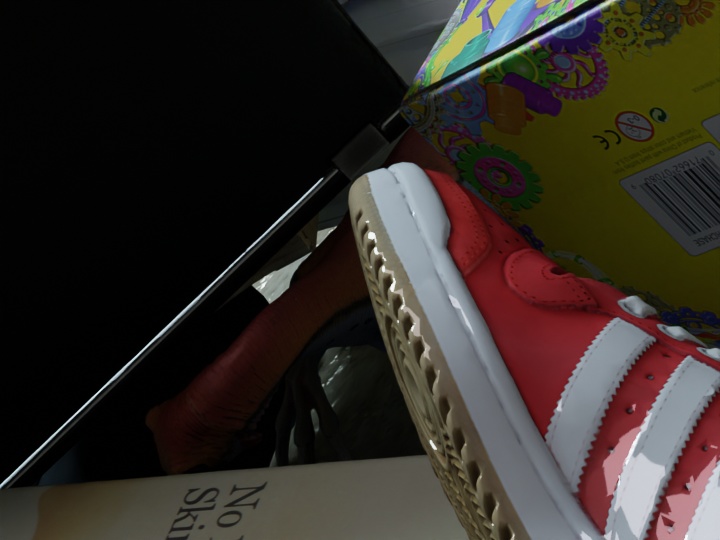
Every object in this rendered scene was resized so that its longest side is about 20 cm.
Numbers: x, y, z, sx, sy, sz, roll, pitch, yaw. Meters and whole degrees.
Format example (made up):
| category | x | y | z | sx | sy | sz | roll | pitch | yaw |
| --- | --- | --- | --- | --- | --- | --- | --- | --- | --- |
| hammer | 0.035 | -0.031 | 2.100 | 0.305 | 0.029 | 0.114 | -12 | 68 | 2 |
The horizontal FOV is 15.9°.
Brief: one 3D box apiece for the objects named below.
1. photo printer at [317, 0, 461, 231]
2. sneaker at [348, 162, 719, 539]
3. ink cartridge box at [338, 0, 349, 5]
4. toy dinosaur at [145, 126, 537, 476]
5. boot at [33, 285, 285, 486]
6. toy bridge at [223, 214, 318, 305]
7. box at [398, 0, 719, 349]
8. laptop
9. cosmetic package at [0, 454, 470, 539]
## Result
| category | x | y | z | sx | sy | sz | roll | pitch | yaw |
| --- | --- | --- | --- | --- | --- | --- | --- | --- | --- |
| photo printer | -0.017 | -0.068 | 0.896 | 0.200 | 0.070 | 0.166 | -16 | 22 | 2 |
| sneaker | 0.080 | 0.036 | 0.490 | 0.112 | 0.071 | 0.200 | -28 | 53 | -6 |
| ink cartridge box | 0.047 | -0.165 | 0.876 | 0.200 | 0.037 | 0.095 | -37 | 25 | -5 |
| toy dinosaur | 0.000 | 0.000 | 0.710 | 0.105 | 0.200 | 0.181 | -25 | -18 | 26 |
| boot | -0.061 | 0.088 | 0.779 | 0.200 | 0.076 | 0.168 | -59 | 17 | -13 |
| toy bridge | -0.106 | 0.028 | 0.813 | 0.200 | 0.027 | 0.067 | -26 | 26 | 14 |
| box | 0.146 | -0.096 | 0.640 | 0.200 | 0.122 | 0.193 | -24 | 30 | 51 |
| laptop | -0.092 | -0.023 | 0.678 | 0.187 | 0.116 | 0.200 | -43 | 19 | 1 |
| cosmetic package | -0.035 | 0.103 | 0.583 | 0.200 | 0.071 | 0.105 | -8 | 36 | 21 |
